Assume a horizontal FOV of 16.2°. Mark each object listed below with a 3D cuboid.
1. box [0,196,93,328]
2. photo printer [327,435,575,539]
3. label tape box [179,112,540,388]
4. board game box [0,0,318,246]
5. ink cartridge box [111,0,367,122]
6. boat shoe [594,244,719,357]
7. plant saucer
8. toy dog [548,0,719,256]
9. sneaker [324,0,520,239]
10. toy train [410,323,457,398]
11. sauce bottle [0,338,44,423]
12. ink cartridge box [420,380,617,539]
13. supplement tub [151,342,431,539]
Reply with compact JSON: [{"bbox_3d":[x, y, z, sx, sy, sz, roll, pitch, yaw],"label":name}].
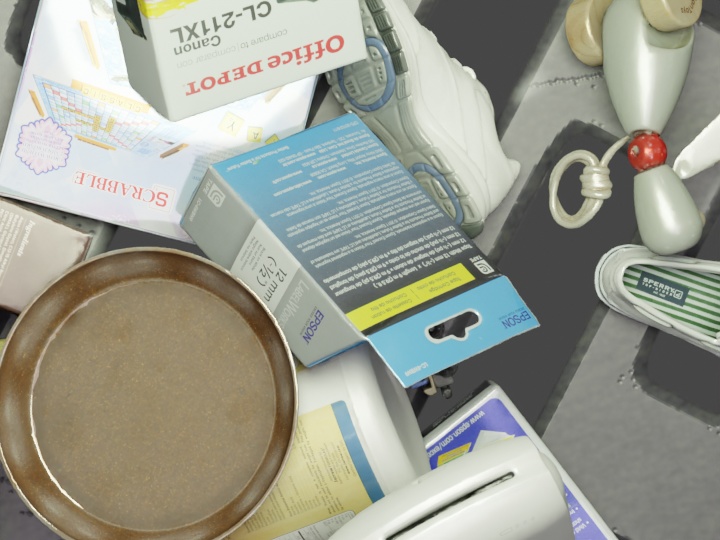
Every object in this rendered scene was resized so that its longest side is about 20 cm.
[{"bbox_3d":[-0.284,-0.028,1.696,0.200,0.100,0.075,20,86,-6],"label":"box"},{"bbox_3d":[0.062,0.186,1.657,0.166,0.200,0.070,-28,66,-4],"label":"photo printer"},{"bbox_3d":[0.000,0.000,1.649,0.200,0.143,0.066,49,133,18],"label":"label tape box"},{"bbox_3d":[-0.133,-0.124,1.733,0.200,0.041,0.200,15,92,-6],"label":"board game box"},{"bbox_3d":[-0.087,-0.214,1.602,0.145,0.083,0.200,-20,120,-17],"label":"ink cartridge box"},{"bbox_3d":[0.262,0.033,1.770,0.199,0.067,0.074,11,94,-6],"label":"boat shoe"},{"bbox_3d":[-0.136,0.086,1.622,0.200,0.034,0.201,0,86,6],"label":"plant saucer"},{"bbox_3d":[0.211,-0.115,1.743,0.096,0.132,0.201,-3,102,-43],"label":"toy dog"},{"bbox_3d":[0.041,-0.120,1.735,0.087,0.074,0.200,-41,111,-42],"label":"sneaker"},{"bbox_3d":[0.020,-0.001,1.761,0.046,0.034,0.200,-20,95,0],"label":"toy train"},{"bbox_3d":[-0.226,0.076,1.681,0.200,0.065,0.065,-11,97,-46],"label":"sauce bottle"},{"bbox_3d":[0.076,0.215,1.781,0.198,0.047,0.200,-38,98,-3],"label":"ink cartridge box"},{"bbox_3d":[-0.065,0.128,1.700,0.200,0.145,0.145,-21,96,8],"label":"supplement tub"}]
